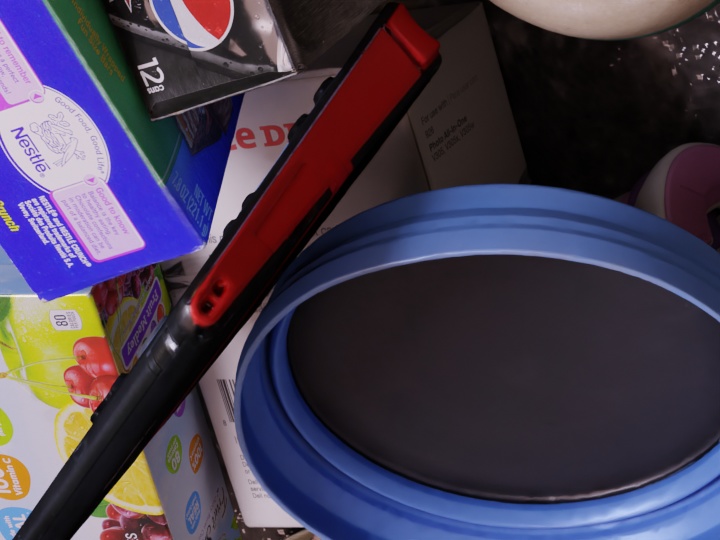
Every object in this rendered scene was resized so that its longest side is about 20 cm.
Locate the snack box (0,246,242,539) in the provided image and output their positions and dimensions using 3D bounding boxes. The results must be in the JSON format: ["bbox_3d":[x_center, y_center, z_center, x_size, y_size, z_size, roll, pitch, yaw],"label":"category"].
[{"bbox_3d":[-0.154,0.068,1.005,0.167,0.068,0.201,1,127,18],"label":"snack box"}]

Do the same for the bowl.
[{"bbox_3d":[0.055,0.045,0.837,0.199,0.040,0.201,4,139,4],"label":"bowl"}]

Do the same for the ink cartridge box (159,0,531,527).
[{"bbox_3d":[0.000,0.000,0.974,0.145,0.084,0.201,-3,113,34],"label":"ink cartridge box"}]

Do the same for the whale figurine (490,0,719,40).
[{"bbox_3d":[0.103,-0.178,0.818,0.158,0.104,0.201,27,103,17],"label":"whale figurine"}]

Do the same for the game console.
[{"bbox_3d":[-0.051,0.007,0.828,0.031,0.177,0.200,38,140,0],"label":"game console"}]

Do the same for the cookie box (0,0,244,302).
[{"bbox_3d":[-0.106,-0.122,0.844,0.075,0.201,0.172,-16,127,21],"label":"cookie box"}]

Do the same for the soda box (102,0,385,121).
[{"bbox_3d":[-0.018,-0.127,0.838,0.063,0.200,0.071,-12,110,30],"label":"soda box"}]

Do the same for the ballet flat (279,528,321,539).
[{"bbox_3d":[-0.032,0.169,1.113,0.067,0.068,0.200,55,127,20],"label":"ballet flat"}]

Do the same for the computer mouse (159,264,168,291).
[{"bbox_3d":[-0.116,-0.022,1.020,0.044,0.110,0.201,-14,127,-3],"label":"computer mouse"}]

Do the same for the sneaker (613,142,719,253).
[{"bbox_3d":[0.136,0.051,0.926,0.088,0.080,0.201,-15,102,44],"label":"sneaker"}]
